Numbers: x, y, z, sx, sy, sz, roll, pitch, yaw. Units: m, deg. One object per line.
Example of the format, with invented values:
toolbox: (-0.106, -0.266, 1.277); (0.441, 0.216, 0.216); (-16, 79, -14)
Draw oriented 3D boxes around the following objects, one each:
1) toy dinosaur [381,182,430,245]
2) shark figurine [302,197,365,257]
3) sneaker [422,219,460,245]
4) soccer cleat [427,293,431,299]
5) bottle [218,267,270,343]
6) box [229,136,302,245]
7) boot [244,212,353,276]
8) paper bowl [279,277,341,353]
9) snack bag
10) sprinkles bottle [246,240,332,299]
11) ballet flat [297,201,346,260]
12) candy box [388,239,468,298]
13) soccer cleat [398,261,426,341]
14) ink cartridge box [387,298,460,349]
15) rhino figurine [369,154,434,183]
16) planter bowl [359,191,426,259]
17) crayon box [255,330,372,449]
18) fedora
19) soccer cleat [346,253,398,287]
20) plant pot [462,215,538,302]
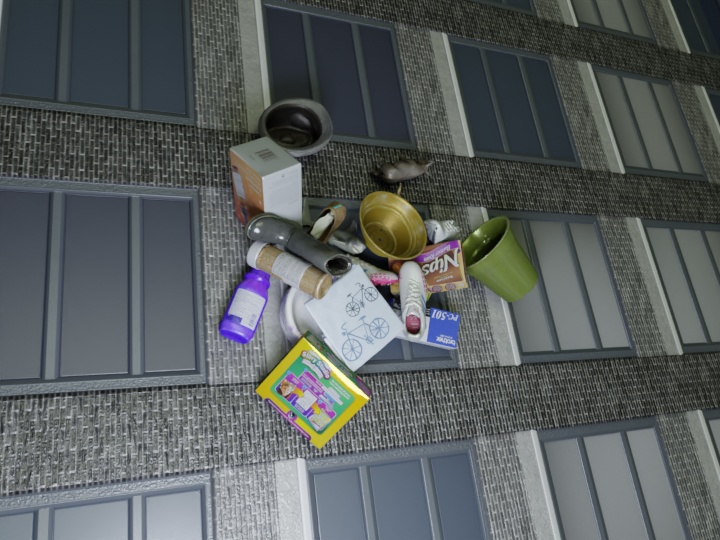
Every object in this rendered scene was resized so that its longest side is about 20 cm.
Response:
toy dinosaur: (0.125, -0.144, 1.641); (0.135, 0.086, 0.201); (20, 49, -25)
shark figurine: (-0.058, -0.106, 1.536); (0.213, 0.128, 0.090); (29, 79, 20)
sneaker: (0.223, -0.111, 1.601); (0.087, 0.200, 0.075); (-26, 80, 11)
soccer cleat: (0.197, 0.012, 1.599); (0.065, 0.084, 0.201); (41, 64, -5)
bottle: (-0.261, 0.068, 1.383); (0.083, 0.065, 0.201); (25, 61, -14)
box: (-0.223, -0.187, 1.402); (0.106, 0.201, 0.152); (-26, 49, -30)
boot: (-0.137, -0.053, 1.314); (0.181, 0.073, 0.200); (-2, 35, -45)
paper bowl: (-0.095, 0.108, 1.415); (0.199, 0.104, 0.203); (8, 69, -20)
snack bag: (-0.017, 0.110, 1.377); (0.188, 0.021, 0.201); (-36, 90, -28)
sprinkles bottle: (-0.163, -0.004, 1.343); (0.199, 0.069, 0.068); (25, 57, 19)
ballet flat: (-0.107, -0.085, 1.442); (0.068, 0.200, 0.072); (45, 24, 11)
candy box: (0.176, -0.002, 1.550); (0.198, 0.056, 0.118); (-10, 66, 16)
soccer cleat: (0.133, 0.075, 1.458); (0.069, 0.086, 0.202); (-4, 84, 5)
ink cartridge box: (0.161, 0.141, 1.546); (0.198, 0.044, 0.095); (15, 75, -18)
rhino figurine: (0.133, -0.294, 1.696); (0.198, 0.060, 0.087); (-15, 39, -26)
planter bowl: (0.067, -0.098, 1.518); (0.199, 0.083, 0.202); (15, 55, -23)
crayon box: (-0.104, 0.267, 1.317); (0.200, 0.058, 0.173); (43, 102, -2)
fedora: (-0.180, -0.369, 1.588); (0.199, 0.090, 0.178); (-23, 78, -23)
soccer cleat: (0.000, 0.000, 1.503); (0.198, 0.070, 0.087); (-1, 86, -9)
plant pot: (0.396, -0.016, 1.661); (0.190, 0.199, 0.201); (44, 58, -17)
